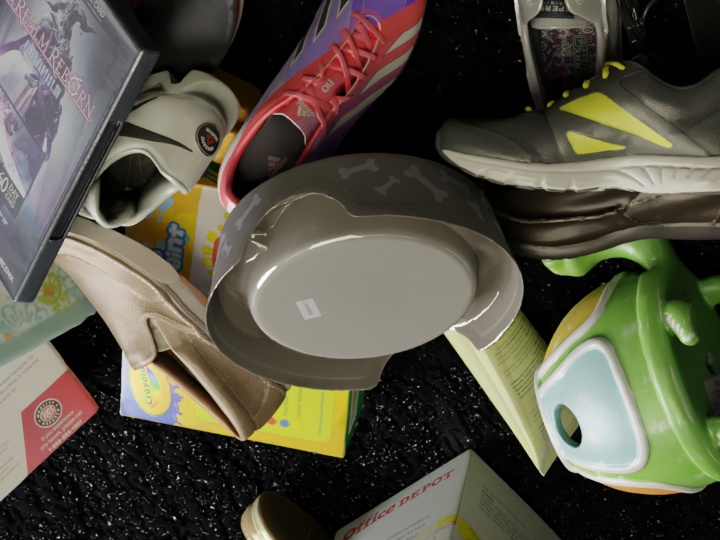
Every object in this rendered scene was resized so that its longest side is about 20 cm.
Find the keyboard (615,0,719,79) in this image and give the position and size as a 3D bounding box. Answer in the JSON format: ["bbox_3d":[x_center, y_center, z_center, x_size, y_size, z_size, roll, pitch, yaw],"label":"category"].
[{"bbox_3d":[0.206,-0.178,1.440,0.126,0.021,0.201,-19,117,-1],"label":"keyboard"}]

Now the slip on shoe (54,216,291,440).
[{"bbox_3d":[-0.136,0.036,1.555,0.200,0.061,0.076,37,161,-15],"label":"slip on shoe"}]

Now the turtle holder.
[{"bbox_3d":[0.178,0.061,1.542,0.131,0.141,0.186,-21,116,27],"label":"turtle holder"}]

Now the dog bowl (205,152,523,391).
[{"bbox_3d":[0.000,0.000,1.478,0.198,0.059,0.201,-4,146,-3],"label":"dog bowl"}]

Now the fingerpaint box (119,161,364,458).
[{"bbox_3d":[-0.076,0.014,1.621,0.166,0.073,0.201,10,123,8],"label":"fingerpaint box"}]

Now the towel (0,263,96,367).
[{"bbox_3d":[-0.293,-0.006,1.594,0.048,0.199,0.172,7,121,60],"label":"towel"}]

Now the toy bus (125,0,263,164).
[{"bbox_3d":[-0.162,-0.137,1.553,0.199,0.065,0.079,18,123,4],"label":"toy bus"}]

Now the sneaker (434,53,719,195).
[{"bbox_3d":[0.145,-0.090,1.437,0.198,0.074,0.085,2,93,4],"label":"sneaker"}]

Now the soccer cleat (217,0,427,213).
[{"bbox_3d":[-0.022,-0.115,1.489,0.068,0.073,0.201,36,97,-1],"label":"soccer cleat"}]

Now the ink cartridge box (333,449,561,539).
[{"bbox_3d":[0.058,0.260,1.666,0.145,0.200,0.145,-34,111,31],"label":"ink cartridge box"}]

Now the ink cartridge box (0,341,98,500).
[{"bbox_3d":[-0.306,0.065,1.664,0.201,0.146,0.085,56,158,-22],"label":"ink cartridge box"}]

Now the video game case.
[{"bbox_3d":[-0.202,-0.102,1.480,0.143,0.019,0.201,53,127,34],"label":"video game case"}]

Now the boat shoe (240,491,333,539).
[{"bbox_3d":[-0.035,0.252,1.761,0.066,0.074,0.200,-28,111,22],"label":"boat shoe"}]

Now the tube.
[{"bbox_3d":[0.085,0.041,1.600,0.058,0.052,0.200,-37,105,1],"label":"tube"}]

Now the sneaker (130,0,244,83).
[{"bbox_3d":[-0.092,-0.206,1.468,0.067,0.108,0.202,20,131,-4],"label":"sneaker"}]

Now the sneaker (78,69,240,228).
[{"bbox_3d":[-0.169,-0.066,1.500,0.199,0.089,0.074,-14,135,43],"label":"sneaker"}]

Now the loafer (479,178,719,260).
[{"bbox_3d":[0.165,-0.060,1.507,0.198,0.073,0.072,-6,134,7],"label":"loafer"}]

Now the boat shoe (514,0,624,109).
[{"bbox_3d":[0.124,-0.167,1.455,0.071,0.069,0.201,4,123,12],"label":"boat shoe"}]
